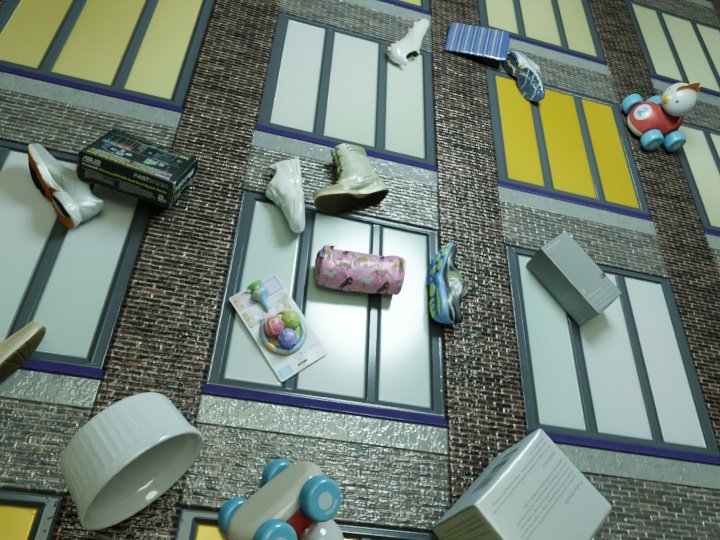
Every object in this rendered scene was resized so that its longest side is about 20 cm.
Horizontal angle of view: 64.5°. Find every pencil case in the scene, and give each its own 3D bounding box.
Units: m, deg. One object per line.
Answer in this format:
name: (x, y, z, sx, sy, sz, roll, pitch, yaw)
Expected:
pencil case: (0.000, 0.000, 1.222, 0.196, 0.088, 0.083, 9, 25, -13)

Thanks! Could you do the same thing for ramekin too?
ramekin: (-0.349, 0.282, 0.869, 0.199, 0.202, 0.098, -32, 64, -31)

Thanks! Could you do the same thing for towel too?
towel: (0.371, -0.720, 1.804, 0.196, 0.024, 0.147, 13, 57, 6)

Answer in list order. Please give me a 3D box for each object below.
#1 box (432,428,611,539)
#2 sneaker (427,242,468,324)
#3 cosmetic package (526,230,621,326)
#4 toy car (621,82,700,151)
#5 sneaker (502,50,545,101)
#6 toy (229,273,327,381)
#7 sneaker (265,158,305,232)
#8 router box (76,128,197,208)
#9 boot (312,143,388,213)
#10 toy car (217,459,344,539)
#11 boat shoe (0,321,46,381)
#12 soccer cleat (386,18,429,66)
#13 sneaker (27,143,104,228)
box: (0.268, 0.423, 0.971, 0.198, 0.201, 0.172, -33, 71, -32)
sneaker: (0.198, 0.031, 1.280, 0.081, 0.071, 0.203, 19, 55, -22)
cosmetic package: (0.508, 0.018, 1.368, 0.106, 0.091, 0.201, -31, 75, -28)
toy car: (0.943, -0.506, 1.751, 0.173, 0.201, 0.187, -1, 59, -18)
sneaker: (0.528, -0.609, 1.771, 0.084, 0.077, 0.203, -10, 63, -27)
toy: (-0.160, 0.101, 1.127, 0.114, 0.047, 0.201, -28, 70, -28)
sneaker: (-0.171, -0.164, 1.286, 0.086, 0.076, 0.203, -6, 54, -6)
router box: (-0.457, -0.214, 1.188, 0.196, 0.063, 0.151, 18, 29, -5)
boot: (-0.045, -0.222, 1.351, 0.197, 0.072, 0.157, -13, 64, -30)
toy car: (-0.096, 0.430, 0.899, 0.176, 0.183, 0.203, -35, 102, -32)
boat shoe: (-0.615, 0.151, 0.937, 0.069, 0.074, 0.201, 37, 56, 1)
soccer cleat: (0.156, -0.677, 1.704, 0.077, 0.069, 0.201, 38, 63, 3)
sneaker: (-0.596, -0.179, 1.157, 0.091, 0.076, 0.201, -30, 79, -39)
